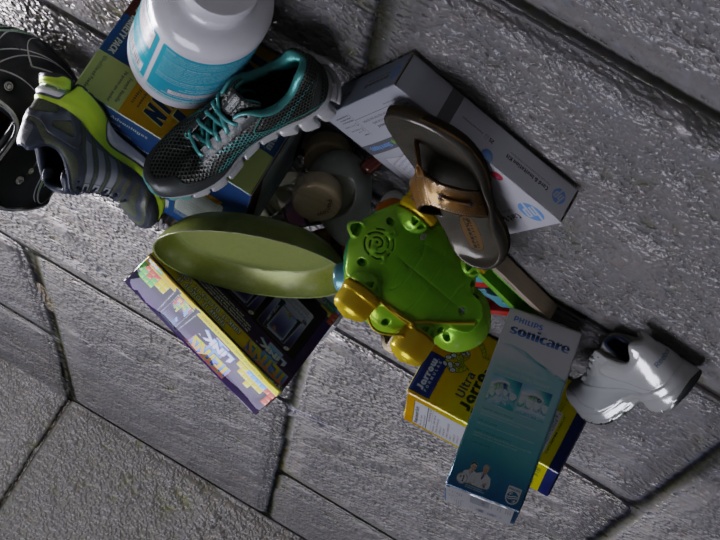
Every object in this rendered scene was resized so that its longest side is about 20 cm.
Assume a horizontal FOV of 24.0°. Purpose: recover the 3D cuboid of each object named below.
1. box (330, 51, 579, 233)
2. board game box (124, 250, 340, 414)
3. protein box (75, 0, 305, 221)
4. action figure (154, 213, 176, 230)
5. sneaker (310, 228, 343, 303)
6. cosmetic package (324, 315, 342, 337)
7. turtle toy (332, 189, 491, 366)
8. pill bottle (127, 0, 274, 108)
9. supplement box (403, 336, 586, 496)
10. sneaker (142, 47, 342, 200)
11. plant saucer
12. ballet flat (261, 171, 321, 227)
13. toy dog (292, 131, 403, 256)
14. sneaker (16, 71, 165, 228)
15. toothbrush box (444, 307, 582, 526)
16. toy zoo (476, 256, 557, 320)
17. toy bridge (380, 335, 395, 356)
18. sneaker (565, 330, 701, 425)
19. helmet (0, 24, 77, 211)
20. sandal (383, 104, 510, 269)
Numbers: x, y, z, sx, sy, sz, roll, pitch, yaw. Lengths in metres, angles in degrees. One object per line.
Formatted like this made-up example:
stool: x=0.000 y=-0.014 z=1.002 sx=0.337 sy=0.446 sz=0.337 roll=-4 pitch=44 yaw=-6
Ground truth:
box: x=0.080 y=-0.108 z=1.539 sx=0.199 sy=0.041 sz=0.156 roll=37 pitch=161 yaw=-18
board game box: x=-0.133 y=0.029 z=1.812 sx=0.200 sy=0.165 sz=0.057 roll=47 pitch=129 yaw=-6
protein box: x=-0.165 y=-0.146 z=1.673 sx=0.198 sy=0.136 sz=0.200 roll=31 pitch=162 yaw=0
action figure: x=-0.218 y=-0.117 z=1.869 sx=0.119 sy=0.102 sz=0.200 roll=50 pitch=170 yaw=2
sneaker: x=0.000 y=0.000 z=1.850 sx=0.084 sy=0.074 sz=0.199 roll=-18 pitch=160 yaw=32
cosmetic package: x=-0.075 y=0.029 z=2.061 sx=0.112 sy=0.081 sz=0.200 roll=34 pitch=162 yaw=-2
turtle toy: x=0.055 y=0.012 z=1.617 sx=0.200 sy=0.146 sz=0.101 roll=40 pitch=173 yaw=-26
pill bottle: x=-0.138 y=-0.220 z=1.481 sx=0.110 sy=0.111 sz=0.200 roll=34 pitch=162 yaw=-7
supplement box: x=0.161 y=0.158 z=1.976 sx=0.199 sy=0.110 sz=0.109 roll=28 pitch=161 yaw=9
sneaker: x=-0.114 y=-0.138 z=1.512 sx=0.078 sy=0.199 sz=0.091 roll=57 pitch=180 yaw=19
plant saucer: x=-0.105 y=-0.018 z=1.673 sx=0.198 sy=0.031 sz=0.200 roll=8 pitch=163 yaw=2
ballet flat: x=-0.078 y=-0.072 z=1.855 sx=0.071 sy=0.069 sz=0.200 roll=53 pitch=154 yaw=-7
toy dog: x=0.009 y=-0.058 z=1.695 sx=0.096 sy=0.133 sz=0.200 roll=-14 pitch=150 yaw=20
sneaker: x=-0.259 y=-0.098 z=1.600 sx=0.074 sy=0.081 sz=0.200 roll=16 pitch=155 yaw=42
toothbrush box: x=0.160 y=0.157 z=1.797 sx=0.085 sy=0.202 sz=0.147 roll=19 pitch=167 yaw=7
toy zoo: x=0.103 y=0.003 z=1.811 sx=0.131 sy=0.021 sz=0.199 roll=42 pitch=159 yaw=-29
toy bridge: x=0.056 y=0.068 z=1.941 sx=0.027 sy=0.068 sz=0.200 roll=35 pitch=169 yaw=-18
sneaker: x=0.270 y=0.103 z=1.755 sx=0.087 sy=0.075 sz=0.200 roll=47 pitch=152 yaw=-8
helmet: x=-0.403 y=-0.177 z=1.884 sx=0.198 sy=0.192 sz=0.200 roll=12 pitch=-168 yaw=-3
sandal: x=0.074 y=-0.064 z=1.491 sx=0.081 sy=0.055 sz=0.201 roll=12 pitch=143 yaw=34
